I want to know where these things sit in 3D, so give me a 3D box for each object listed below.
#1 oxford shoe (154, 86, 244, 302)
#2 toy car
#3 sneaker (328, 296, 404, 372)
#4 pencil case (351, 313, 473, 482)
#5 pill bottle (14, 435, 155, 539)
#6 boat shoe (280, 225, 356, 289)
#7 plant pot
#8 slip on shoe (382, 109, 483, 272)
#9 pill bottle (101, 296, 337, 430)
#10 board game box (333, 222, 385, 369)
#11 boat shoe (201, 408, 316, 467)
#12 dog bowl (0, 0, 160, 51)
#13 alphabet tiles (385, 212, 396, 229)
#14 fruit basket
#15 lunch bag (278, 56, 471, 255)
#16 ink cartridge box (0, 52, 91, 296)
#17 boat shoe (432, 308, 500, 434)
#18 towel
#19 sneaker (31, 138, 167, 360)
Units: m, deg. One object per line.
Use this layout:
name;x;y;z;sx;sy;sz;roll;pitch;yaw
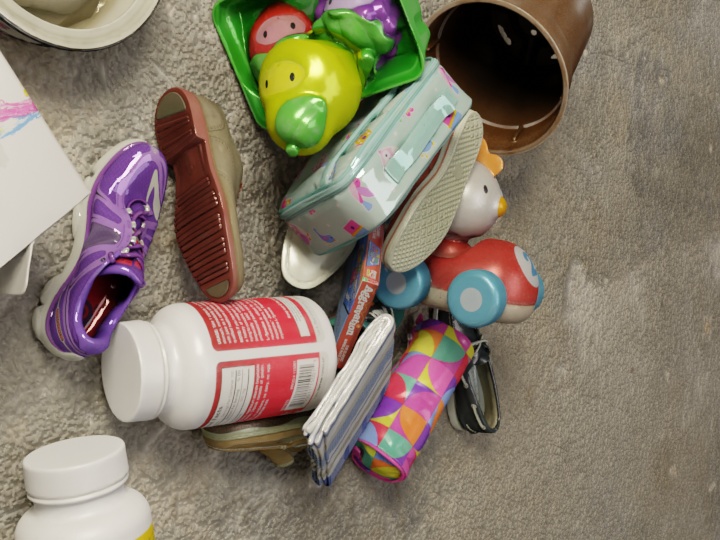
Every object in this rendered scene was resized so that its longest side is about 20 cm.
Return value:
oxford shoe;-0.130;-0.071;0.841;0.074;0.070;0.203;-1;76;-52
toy car;0.127;-0.052;1.031;0.184;0.175;0.203;-6;106;-63
sneaker;-0.001;0.071;1.003;0.199;0.079;0.072;-26;110;-47
pencil case;0.060;0.150;1.076;0.089;0.088;0.201;56;51;-32
pill bottle;-0.221;0.246;0.746;0.110;0.110;0.203;-13;102;-46
boat shoe;-0.035;-0.062;0.972;0.072;0.060;0.204;31;64;-14
plant pot;0.192;-0.283;1.139;0.199;0.198;0.202;-53;127;-42
slip on shoe;0.067;-0.086;0.961;0.074;0.061;0.202;50;59;-49
pill bottle;-0.128;0.084;0.835;0.198;0.112;0.114;-2;93;-39
board game box;0.000;0.000;0.934;0.201;0.019;0.104;-82;-169;-58
boat shoe;-0.081;0.168;0.935;0.198;0.071;0.077;-4;108;-47
dog bowl;-0.253;-0.273;0.724;0.198;0.073;0.204;-2;93;-47
alphabet tiles;0.055;-0.079;1.116;0.166;0.007;0.203;11;84;-47
fruit basket;-0.045;-0.204;0.852;0.215;0.214;0.157;-38;112;-40
lunch bag;0.016;-0.116;0.884;0.077;0.160;0.201;42;61;-14
ink cartridge box;-0.302;-0.078;0.636;0.125;0.127;0.202;-49;125;-35
boat shoe;0.143;0.115;1.178;0.075;0.060;0.203;-29;112;-43
towel;-0.010;0.137;0.922;0.148;0.024;0.201;-56;166;-21
sneaker;-0.203;-0.017;0.779;0.080;0.083;0.203;31;68;-44
